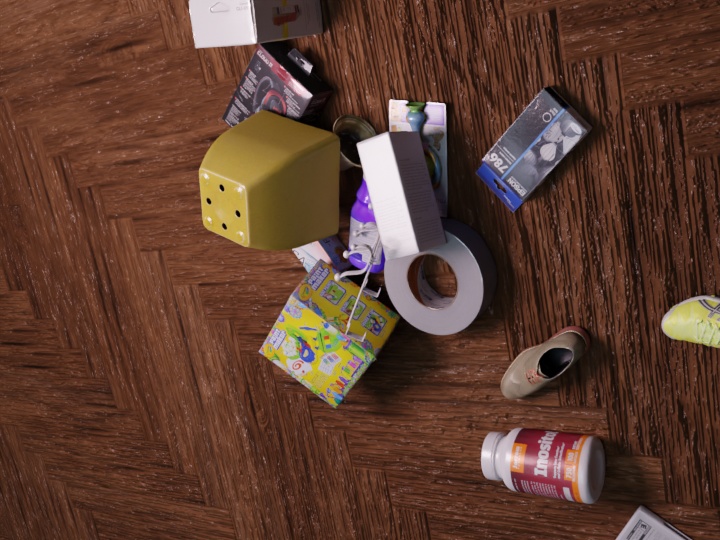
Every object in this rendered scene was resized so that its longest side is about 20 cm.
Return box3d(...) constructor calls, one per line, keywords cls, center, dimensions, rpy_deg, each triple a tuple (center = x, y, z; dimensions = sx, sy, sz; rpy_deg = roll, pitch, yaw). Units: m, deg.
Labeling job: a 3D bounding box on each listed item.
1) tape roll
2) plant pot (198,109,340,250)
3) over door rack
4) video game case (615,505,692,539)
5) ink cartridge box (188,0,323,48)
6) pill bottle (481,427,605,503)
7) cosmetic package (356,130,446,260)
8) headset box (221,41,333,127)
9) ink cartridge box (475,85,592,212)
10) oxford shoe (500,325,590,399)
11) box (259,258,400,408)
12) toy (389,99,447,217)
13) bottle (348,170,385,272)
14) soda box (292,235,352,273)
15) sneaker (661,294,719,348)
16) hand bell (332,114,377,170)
box3d(cls="tape roll", center=(0.142, 0.010, 1.471), dimensions=(0.198, 0.066, 0.203), rpy_deg=(12, 113, 30))
box3d(cls="plant pot", center=(-0.171, -0.142, 1.438), dimensions=(0.194, 0.199, 0.196), rpy_deg=(22, 127, 31))
box3d(cls="over door rack", center=(0.000, 0.000, 1.426), dimensions=(0.066, 0.148, 0.202), rpy_deg=(11, 127, 8))
box3d(cls="video game case", center=(0.523, 0.536, 1.437), dimensions=(0.181, 0.023, 0.202), rpy_deg=(33, 122, 20))
box3d(cls="ink cartridge box", center=(-0.181, -0.443, 1.435), dimensions=(0.144, 0.199, 0.085), rpy_deg=(5, 110, 32))
box3d(cls="pill bottle", center=(0.319, 0.339, 1.443), dimensions=(0.198, 0.113, 0.114), rpy_deg=(0, 107, 33))
box3d(cls="cosmetic package", center=(0.070, -0.127, 1.377), dimensions=(0.071, 0.101, 0.203), rpy_deg=(-13, 91, 35))
box3d(cls="headset box", center=(-0.153, -0.320, 1.541), dimensions=(0.149, 0.075, 0.201), rpy_deg=(44, 126, 12))
box3d(cls="ink cartridge box", center=(0.271, -0.190, 1.328), dimensions=(0.100, 0.039, 0.200), rpy_deg=(46, 126, 10))
box3d(cls="oxford shoe", center=(0.304, 0.168, 1.413), dimensions=(0.071, 0.075, 0.200), rpy_deg=(47, 126, 9))
box3d(cls="box", center=(-0.062, 0.123, 1.566), dimensions=(0.192, 0.122, 0.200), rpy_deg=(36, 137, 1))
box3d(cls="toy", center=(0.093, -0.193, 1.440), dimensions=(0.114, 0.047, 0.203), rpy_deg=(11, 113, 32))
box3d(cls="bottle", center=(0.023, -0.094, 1.490), dimensions=(0.083, 0.065, 0.202), rpy_deg=(21, 130, 22))
box3d(cls="soda box", center=(-0.101, -0.070, 1.606), dimensions=(0.068, 0.063, 0.201), rpy_deg=(-39, 83, 37))
box3d(cls="sneaker", center=(0.548, 0.084, 1.219), dimensions=(0.198, 0.076, 0.076), rpy_deg=(0, 109, 35))
box3d(cls="hand bell", center=(-0.059, -0.196, 1.531), dimensions=(0.199, 0.104, 0.105), rpy_deg=(-33, 88, 49))
